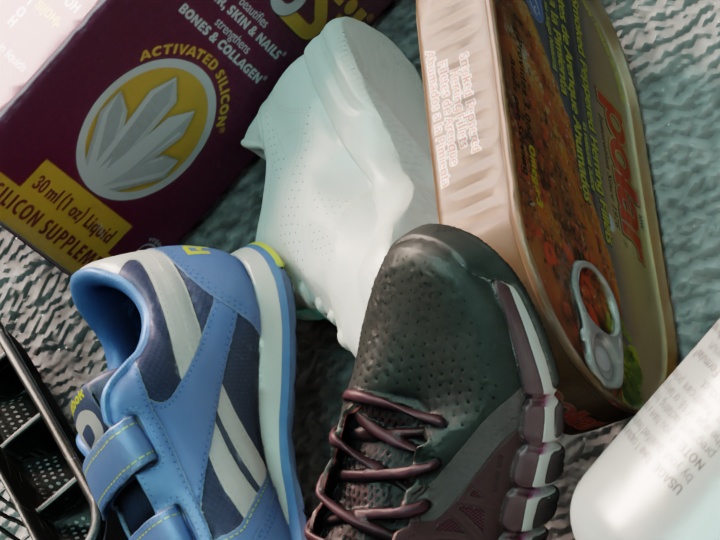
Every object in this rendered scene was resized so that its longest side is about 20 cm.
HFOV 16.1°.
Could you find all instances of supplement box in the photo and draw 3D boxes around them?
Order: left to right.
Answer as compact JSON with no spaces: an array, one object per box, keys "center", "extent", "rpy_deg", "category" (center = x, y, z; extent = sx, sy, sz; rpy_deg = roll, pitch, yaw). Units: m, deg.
[{"center":[-0.092,-0.105,1.042],"extent":[0.200,0.131,0.103],"rpy_deg":[-49,52,1],"category":"supplement box"}]

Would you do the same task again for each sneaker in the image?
[{"center":[-0.068,0.080,0.939],"extent":[0.074,0.082,0.200],"rpy_deg":[-48,41,50],"category":"sneaker"},{"center":[0.000,0.000,0.975],"extent":[0.088,0.075,0.200],"rpy_deg":[-39,44,24],"category":"sneaker"},{"center":[0.003,0.091,0.826],"extent":[0.076,0.115,0.201],"rpy_deg":[14,112,42],"category":"sneaker"}]

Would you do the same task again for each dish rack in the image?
[{"center":[-0.189,0.123,1.026],"extent":[0.200,0.055,0.153],"rpy_deg":[-42,50,7],"category":"dish rack"}]

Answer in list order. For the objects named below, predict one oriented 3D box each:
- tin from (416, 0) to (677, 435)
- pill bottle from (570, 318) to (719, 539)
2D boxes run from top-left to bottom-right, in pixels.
[{"center":[0.067,-0.035,0.916],"extent":[0.042,0.112,0.200],"rpy_deg":[-26,53,30],"category":"tin"},{"center":[0.132,0.081,0.806],"extent":[0.200,0.114,0.114],"rpy_deg":[-49,50,6],"category":"pill bottle"}]
